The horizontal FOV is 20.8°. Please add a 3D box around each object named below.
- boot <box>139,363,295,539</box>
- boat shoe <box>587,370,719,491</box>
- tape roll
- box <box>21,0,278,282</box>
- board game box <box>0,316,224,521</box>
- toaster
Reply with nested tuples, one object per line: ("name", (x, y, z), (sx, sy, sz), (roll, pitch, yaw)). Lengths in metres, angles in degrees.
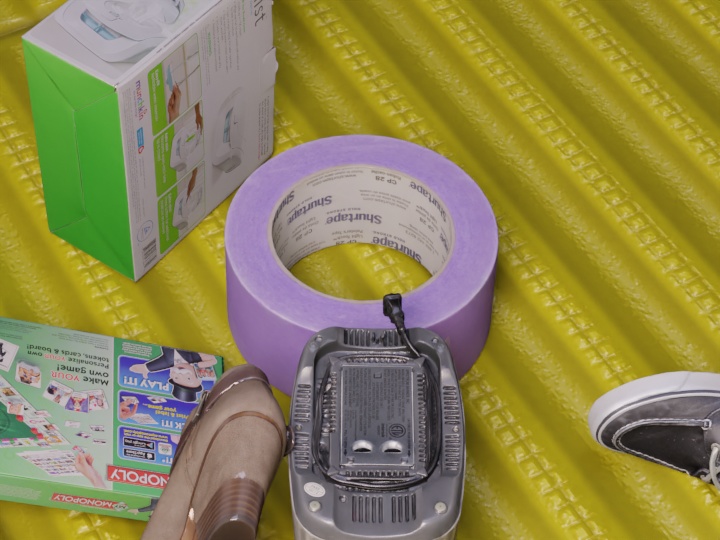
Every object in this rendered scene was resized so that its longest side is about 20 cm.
("boot", (-0.108, 0.159, 1.245), (0.070, 0.200, 0.147), (30, 28, -21))
("boat shoe", (0.256, 0.120, 1.345), (0.198, 0.072, 0.068), (5, 46, -7))
("tape roll", (0.000, 0.000, 1.431), (0.198, 0.085, 0.201), (0, 47, 0))
("box", (-0.150, -0.127, 1.463), (0.096, 0.201, 0.177), (28, 54, 22))
("board game box", (-0.189, 0.101, 1.330), (0.198, 0.029, 0.135), (12, 46, -18))
("toaster", (0.009, 0.129, 1.283), (0.112, 0.130, 0.201), (0, 48, -2))
